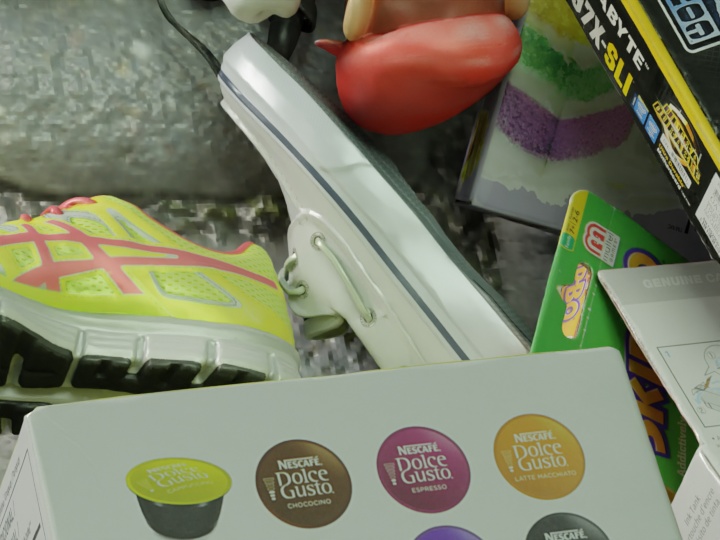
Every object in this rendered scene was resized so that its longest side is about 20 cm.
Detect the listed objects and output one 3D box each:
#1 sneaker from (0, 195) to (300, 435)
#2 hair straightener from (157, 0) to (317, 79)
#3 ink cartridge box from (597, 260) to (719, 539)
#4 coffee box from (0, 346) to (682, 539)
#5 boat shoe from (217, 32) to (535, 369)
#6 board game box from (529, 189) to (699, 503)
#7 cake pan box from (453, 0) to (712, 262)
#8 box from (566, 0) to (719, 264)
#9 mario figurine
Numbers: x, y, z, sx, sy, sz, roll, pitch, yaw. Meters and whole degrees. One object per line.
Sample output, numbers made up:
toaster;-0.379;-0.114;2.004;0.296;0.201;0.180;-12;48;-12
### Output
sneaker;-0.116;0.009;1.073;0.199;0.078;0.091;14;48;-15
hair straightener;-0.045;-0.154;1.216;0.076;0.041;0.201;5;63;7
ink cartridge box;0.199;0.068;1.072;0.199;0.045;0.177;-5;45;-29
coffee box;-0.011;0.163;0.929;0.198;0.200;0.199;-5;61;-20
boat shoe;0.000;0.000;1.109;0.067;0.074;0.200;-43;73;7
board game box;0.138;0.059;1.100;0.200;0.030;0.096;36;52;-25
cake pan box;0.154;-0.086;1.167;0.199;0.052;0.185;17;92;-9
box;0.193;-0.086;1.077;0.199;0.049;0.160;-19;65;-20
mario figurine;0.013;-0.151;1.113;0.123;0.201;0.106;7;20;10
